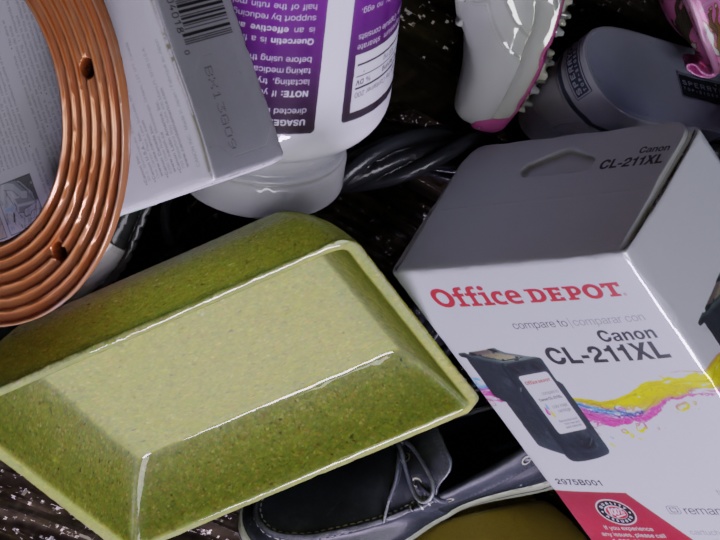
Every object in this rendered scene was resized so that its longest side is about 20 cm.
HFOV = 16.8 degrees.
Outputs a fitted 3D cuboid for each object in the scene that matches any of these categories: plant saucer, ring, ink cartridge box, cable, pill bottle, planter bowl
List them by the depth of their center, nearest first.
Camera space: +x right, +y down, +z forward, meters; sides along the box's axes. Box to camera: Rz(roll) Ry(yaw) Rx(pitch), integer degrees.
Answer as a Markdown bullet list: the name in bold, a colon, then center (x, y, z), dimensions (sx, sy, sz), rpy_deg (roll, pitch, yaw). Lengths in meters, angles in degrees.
- **ring**: center (-0.168, -0.075, 1.032), dimensions (0.019, 0.200, 0.201), rpy_deg (-21, 137, -48)
- **ink cartridge box**: center (-0.133, -0.071, 1.051), dimensions (0.050, 0.200, 0.109), rpy_deg (-21, 94, -49)
- **pill bottle**: center (-0.037, -0.127, 1.069), dimensions (0.112, 0.113, 0.200), rpy_deg (-3, 124, -16)
- **ink cartridge box**: center (0.131, 0.037, 1.130), dimensions (0.200, 0.146, 0.083), rpy_deg (52, 55, -27)
- **plant saucer**: center (-0.067, 0.046, 1.141), dimensions (0.199, 0.048, 0.200), rpy_deg (-23, 149, 9)
- **cable**: center (0.000, 0.000, 1.204), dimensions (0.199, 0.051, 0.164), rpy_deg (-14, 126, -9)
- **planter bowl**: center (0.059, 0.169, 1.292), dimensions (0.200, 0.084, 0.200), rpy_deg (-13, 168, -3)

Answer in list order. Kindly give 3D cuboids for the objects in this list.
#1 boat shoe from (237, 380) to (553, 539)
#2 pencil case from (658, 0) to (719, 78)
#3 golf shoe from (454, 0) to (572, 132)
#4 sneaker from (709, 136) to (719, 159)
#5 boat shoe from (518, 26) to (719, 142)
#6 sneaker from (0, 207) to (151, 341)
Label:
- **boat shoe**: center (0.030, 0.095, 1.234), dimensions (0.199, 0.075, 0.062), rpy_deg (-18, 142, -1)
- **pencil case**: center (0.229, -0.168, 1.147), dimensions (0.200, 0.087, 0.083), rpy_deg (-27, 160, 1)
- **golf shoe**: center (0.060, -0.159, 1.113), dimensions (0.091, 0.075, 0.200), rpy_deg (11, 118, -6)
- **sneaker**: center (0.237, -0.023, 1.155), dimensions (0.199, 0.077, 0.111), rpy_deg (3, 152, -6)
- **boat shoe**: center (0.166, -0.068, 1.208), dimensions (0.200, 0.074, 0.065), rpy_deg (18, 143, -31)
- **sneaker**: center (-0.173, -0.008, 1.129), dimensions (0.088, 0.074, 0.200), rpy_deg (33, 108, -34)
